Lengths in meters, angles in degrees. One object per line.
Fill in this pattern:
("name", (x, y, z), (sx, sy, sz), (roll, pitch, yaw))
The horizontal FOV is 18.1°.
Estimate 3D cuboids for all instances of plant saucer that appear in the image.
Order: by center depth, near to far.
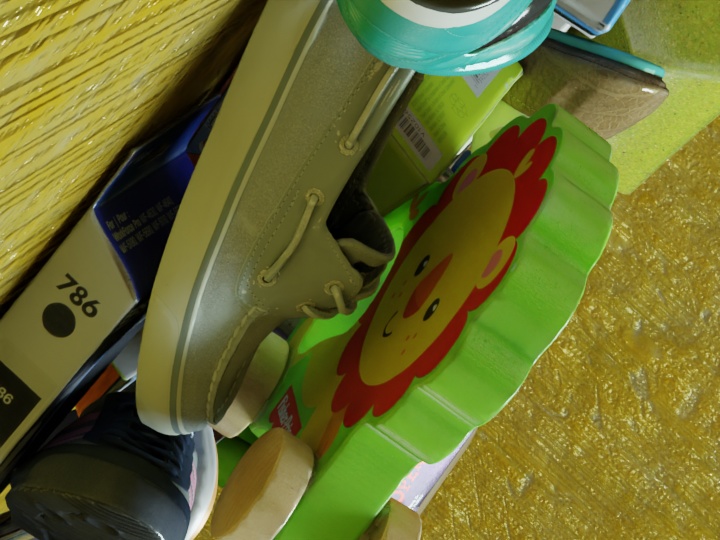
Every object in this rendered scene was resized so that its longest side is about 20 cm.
("plant saucer", (0.123, -0.156, 1.196), (0.047, 0.202, 0.200), (-13, 168, -16))

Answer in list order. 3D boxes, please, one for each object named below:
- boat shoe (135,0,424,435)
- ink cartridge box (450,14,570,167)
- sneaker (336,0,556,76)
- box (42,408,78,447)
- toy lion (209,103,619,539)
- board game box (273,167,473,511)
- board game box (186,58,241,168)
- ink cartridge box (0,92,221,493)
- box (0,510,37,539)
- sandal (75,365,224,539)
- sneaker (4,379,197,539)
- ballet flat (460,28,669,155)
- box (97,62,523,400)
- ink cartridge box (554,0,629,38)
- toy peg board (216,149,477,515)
("boat shoe", (-0.022, -0.018, 0.795), (0.202, 0.071, 0.070), (-68, 172, 25))
("ink cartridge box", (0.030, -0.097, 1.186), (0.148, 0.086, 0.200), (-48, -179, -19))
("sneaker", (0.057, -0.135, 0.719), (0.200, 0.084, 0.121), (-49, -179, -21))
("box", (-0.128, 0.085, 1.193), (0.120, 0.033, 0.200), (-18, 176, -11))
("toy lion", (0.021, 0.019, 0.840), (0.192, 0.068, 0.200), (-54, -166, 9))
("board game box", (0.000, 0.000, 0.995), (0.032, 0.200, 0.120), (27, 105, -43))
("board game box", (-0.007, -0.109, 0.868), (0.103, 0.019, 0.200), (-47, 178, -42))
("ink cartridge box", (-0.113, 0.026, 0.848), (0.200, 0.039, 0.099), (-50, 178, 23))
("box", (-0.177, 0.151, 1.183), (0.118, 0.042, 0.200), (-21, -179, 19))
("sandal", (-0.085, 0.072, 1.054), (0.079, 0.059, 0.207), (-45, -149, 18))
("sneaker", (-0.093, 0.073, 0.885), (0.082, 0.070, 0.200), (-60, -172, -13))
("ballet flat", (0.058, -0.082, 0.998), (0.200, 0.068, 0.073), (31, -81, 50))
("box", (-0.034, -0.029, 0.941), (0.199, 0.048, 0.122), (-32, -170, 33))
("ink cartridge box", (0.111, -0.181, 0.970), (0.147, 0.086, 0.200), (-57, 180, 7))
("toy peg board", (0.013, 0.035, 1.116), (0.200, 0.097, 0.200), (-48, 163, -56))
